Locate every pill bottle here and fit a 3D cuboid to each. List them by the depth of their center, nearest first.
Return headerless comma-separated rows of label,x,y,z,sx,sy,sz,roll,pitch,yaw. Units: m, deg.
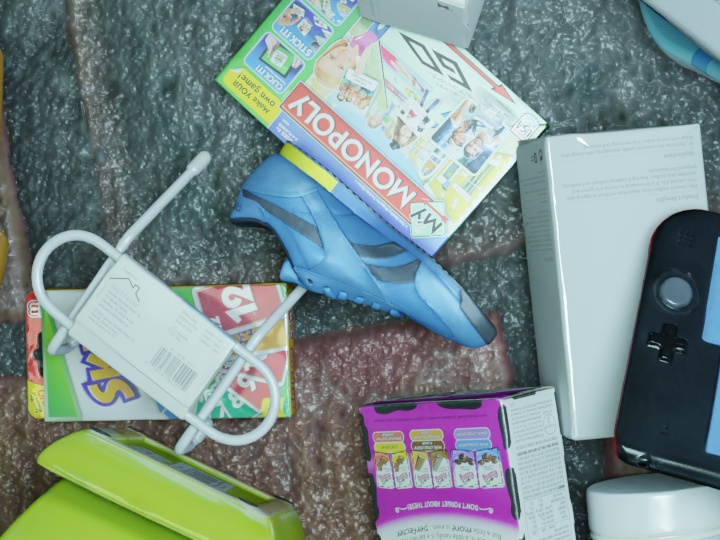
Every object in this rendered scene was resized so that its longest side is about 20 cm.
pill bottle,0.206,0.240,1.115,0.113,0.114,0.201,-6,91,8

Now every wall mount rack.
wall mount rack,-0.118,0.021,1.154,0.200,0.075,0.174,37,96,6

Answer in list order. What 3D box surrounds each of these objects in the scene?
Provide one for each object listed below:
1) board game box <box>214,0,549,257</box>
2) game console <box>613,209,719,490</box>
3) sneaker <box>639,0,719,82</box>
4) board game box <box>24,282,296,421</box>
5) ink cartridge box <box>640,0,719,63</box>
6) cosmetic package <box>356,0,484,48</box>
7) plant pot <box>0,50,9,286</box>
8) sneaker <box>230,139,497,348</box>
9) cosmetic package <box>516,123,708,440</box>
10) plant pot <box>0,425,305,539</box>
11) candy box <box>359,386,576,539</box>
board game box,0.015,-0.117,1.176,0.200,0.029,0.135,42,95,5
game console,0.264,0.060,1.035,0.199,0.031,0.178,15,62,1
sneaker,0.271,-0.133,1.115,0.080,0.130,0.200,-44,49,12
board game box,-0.147,0.059,1.204,0.199,0.030,0.096,-2,90,10
ink cartridge box,0.264,-0.224,1.033,0.200,0.043,0.197,-50,44,11
cosmetic package,0.065,-0.262,1.113,0.084,0.108,0.201,19,83,6
plant pot,-0.329,-0.080,1.153,0.199,0.200,0.184,10,77,7
sneaker,0.000,0.000,1.129,0.200,0.066,0.079,39,86,11
cosmetic package,0.173,0.007,1.120,0.112,0.081,0.201,-4,92,-9
plant pot,-0.146,0.215,1.125,0.198,0.200,0.182,24,87,7
candy box,0.078,0.182,1.125,0.136,0.061,0.201,-7,90,47
